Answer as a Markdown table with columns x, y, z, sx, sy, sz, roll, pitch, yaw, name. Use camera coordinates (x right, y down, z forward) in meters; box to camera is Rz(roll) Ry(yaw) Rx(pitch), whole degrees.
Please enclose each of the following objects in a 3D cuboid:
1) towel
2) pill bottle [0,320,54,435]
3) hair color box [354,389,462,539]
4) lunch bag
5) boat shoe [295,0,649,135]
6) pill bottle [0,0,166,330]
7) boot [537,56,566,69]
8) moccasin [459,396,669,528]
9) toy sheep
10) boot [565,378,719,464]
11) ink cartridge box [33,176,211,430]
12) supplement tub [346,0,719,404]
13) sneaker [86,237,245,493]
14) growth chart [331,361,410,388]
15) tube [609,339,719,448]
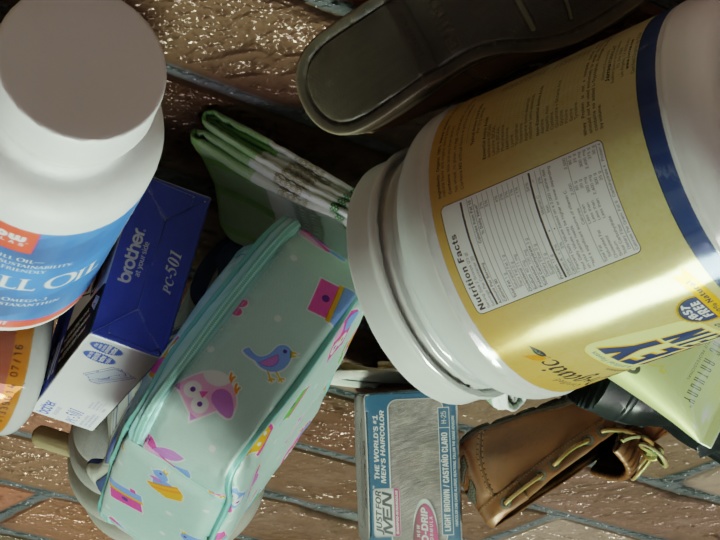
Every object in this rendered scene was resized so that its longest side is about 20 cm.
| x | y | z | sx | sy | sz | roll | pitch | yaw | name |
| --- | --- | --- | --- | --- | --- | --- | --- | --- | --- |
| 0.000 | 0.000 | 1.246 | 0.199 | 0.031 | 0.149 | 30 | 160 | 18 | towel |
| -0.283 | 0.027 | 1.320 | 0.199 | 0.113 | 0.112 | 10 | 153 | -24 | pill bottle |
| 0.029 | 0.127 | 1.488 | 0.060 | 0.101 | 0.200 | -2 | 177 | -1 | hair color box |
| -0.067 | 0.067 | 1.241 | 0.077 | 0.161 | 0.200 | 32 | 153 | 3 | lunch bag |
| 0.064 | -0.124 | 1.070 | 0.199 | 0.072 | 0.068 | -21 | 176 | 26 | boat shoe |
| -0.160 | -0.056 | 1.144 | 0.112 | 0.113 | 0.200 | 7 | 154 | -17 | pill bottle |
| 0.170 | -0.059 | 1.186 | 0.199 | 0.073 | 0.155 | -12 | 153 | 38 | boot |
| 0.160 | 0.109 | 1.507 | 0.201 | 0.078 | 0.074 | -20 | 158 | -22 | moccasin |
| -0.134 | 0.119 | 1.515 | 0.137 | 0.139 | 0.200 | -12 | 148 | 24 | toy sheep |
| 0.185 | 0.064 | 1.336 | 0.162 | 0.074 | 0.198 | 22 | -171 | -18 | boot |
| -0.137 | 0.022 | 1.296 | 0.044 | 0.094 | 0.200 | 20 | 160 | -11 | ink cartridge box |
| 0.107 | -0.025 | 1.048 | 0.199 | 0.145 | 0.144 | -22 | 148 | 34 | supplement tub |
| -0.115 | 0.063 | 1.384 | 0.088 | 0.201 | 0.075 | 31 | -160 | 32 | sneaker |
| 0.045 | 0.064 | 1.459 | 0.199 | 0.018 | 0.144 | -4 | 172 | 37 | growth chart |
| 0.115 | 0.011 | 1.222 | 0.199 | 0.052 | 0.058 | 29 | 132 | 9 | tube |
